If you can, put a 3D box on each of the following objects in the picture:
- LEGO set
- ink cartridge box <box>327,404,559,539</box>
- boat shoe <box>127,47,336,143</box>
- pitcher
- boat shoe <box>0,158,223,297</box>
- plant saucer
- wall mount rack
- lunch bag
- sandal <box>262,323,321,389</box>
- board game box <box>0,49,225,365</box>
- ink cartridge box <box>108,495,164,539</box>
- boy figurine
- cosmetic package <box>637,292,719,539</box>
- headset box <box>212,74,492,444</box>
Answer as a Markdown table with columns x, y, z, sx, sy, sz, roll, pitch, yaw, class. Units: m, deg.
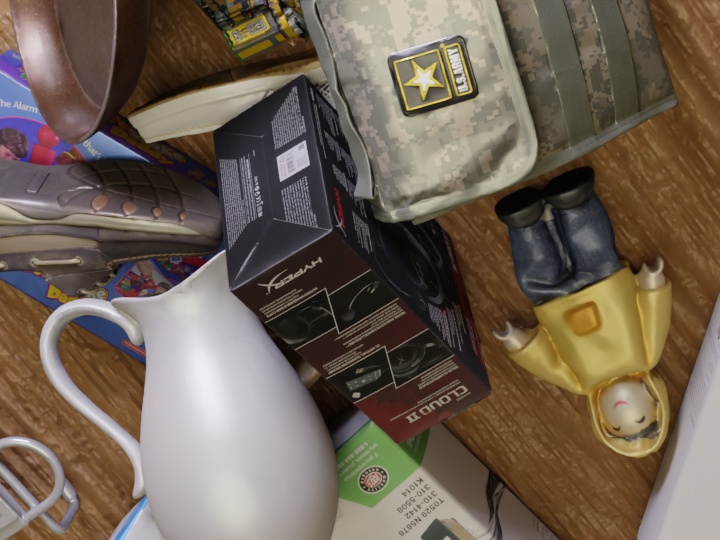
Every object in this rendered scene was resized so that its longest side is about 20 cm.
| x | y | z | sx | sy | sz | roll | pitch | yaw | class |
| --- | --- | --- | --- | --- | --- | --- | --- | --- | --- |
| -0.062 | -0.227 | 0.896 | 0.116 | 0.154 | 0.200 | -22 | 145 | 15 | LEGO set |
| 0.035 | 0.198 | 1.094 | 0.200 | 0.084 | 0.146 | 44 | 110 | -9 | ink cartridge box |
| -0.051 | -0.102 | 1.002 | 0.199 | 0.071 | 0.070 | -12 | 107 | 10 | boat shoe |
| -0.109 | 0.099 | 0.986 | 0.171 | 0.121 | 0.201 | -16 | 90 | 17 | pitcher |
| -0.182 | -0.027 | 1.007 | 0.199 | 0.075 | 0.074 | 6 | 123 | 11 | boat shoe |
| -0.171 | -0.178 | 0.939 | 0.034 | 0.200 | 0.201 | -9 | 114 | -29 | plant saucer |
| -0.309 | 0.147 | 1.132 | 0.200 | 0.075 | 0.174 | -32 | 107 | 17 | wall mount rack |
| 0.067 | -0.135 | 0.905 | 0.200 | 0.117 | 0.164 | -27 | 108 | -24 | lunch bag |
| -0.096 | 0.077 | 1.070 | 0.070 | 0.078 | 0.212 | 40 | 115 | -17 | sandal |
| -0.189 | -0.040 | 1.058 | 0.200 | 0.045 | 0.135 | 31 | 111 | -5 | board game box |
| -0.133 | 0.226 | 1.104 | 0.116 | 0.200 | 0.068 | 33 | 68 | -5 | ink cartridge box |
| 0.151 | 0.037 | 1.032 | 0.124 | 0.064 | 0.201 | -18 | 104 | 11 | boy figurine |
| 0.264 | 0.129 | 1.038 | 0.107 | 0.085 | 0.201 | 16 | 112 | 2 | cosmetic package |
| 0.000 | 0.000 | 0.963 | 0.077 | 0.149 | 0.200 | -29 | 132 | 17 | headset box |
